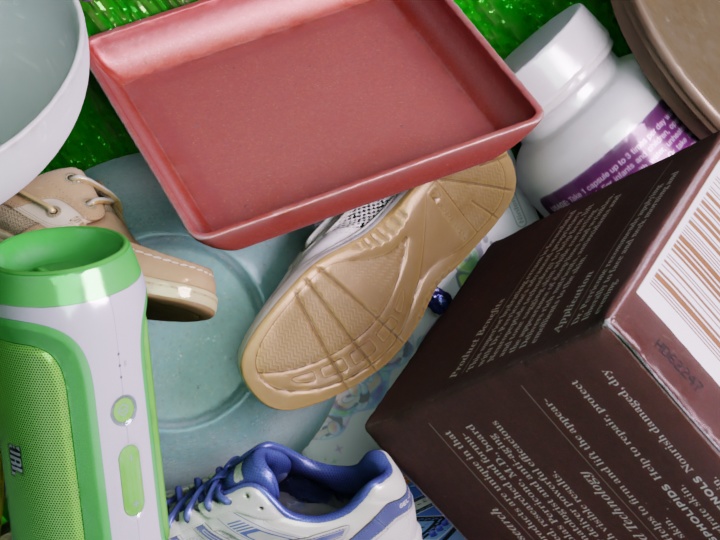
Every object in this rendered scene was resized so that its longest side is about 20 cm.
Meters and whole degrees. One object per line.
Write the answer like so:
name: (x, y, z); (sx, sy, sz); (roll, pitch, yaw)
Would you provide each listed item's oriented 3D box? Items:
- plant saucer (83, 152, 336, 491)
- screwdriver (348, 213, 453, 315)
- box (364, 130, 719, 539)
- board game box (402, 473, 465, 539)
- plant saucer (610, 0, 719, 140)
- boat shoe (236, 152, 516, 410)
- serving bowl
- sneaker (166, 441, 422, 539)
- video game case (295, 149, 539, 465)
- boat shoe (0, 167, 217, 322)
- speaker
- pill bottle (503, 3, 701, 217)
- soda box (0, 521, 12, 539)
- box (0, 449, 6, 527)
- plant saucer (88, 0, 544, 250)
plant saucer: (-0.104, 0.033, 1.426); (0.201, 0.039, 0.201); (0, 90, -6)
screwdriver: (0.023, 0.001, 1.457); (0.200, 0.028, 0.029); (40, 51, -6)
box: (0.147, 0.061, 1.360); (0.164, 0.200, 0.166); (47, 51, -13)
board game box: (-0.025, 0.179, 1.419); (0.200, 0.019, 0.103); (-21, 59, -3)
plant saucer: (0.207, -0.129, 1.472); (0.200, 0.029, 0.200); (32, 39, -30)
boat shoe: (0.000, 0.000, 1.413); (0.200, 0.069, 0.071); (-43, 115, -23)
serving bowl: (-0.233, -0.083, 1.365); (0.200, 0.200, 0.066); (-29, 136, -13)
sneaker: (-0.068, 0.126, 1.386); (0.200, 0.075, 0.088); (-2, 127, 5)
video game case: (0.036, 0.044, 1.481); (0.182, 0.024, 0.200); (-23, 93, -13)
boat shoe: (-0.160, -0.025, 1.376); (0.200, 0.071, 0.065); (18, 80, 21)
speaker: (-0.141, 0.083, 1.306); (0.088, 0.088, 0.200); (-9, 110, -13)
pill bottle: (0.159, -0.051, 1.467); (0.112, 0.112, 0.200); (-45, 99, -12)
soda box: (-0.165, 0.236, 1.403); (0.068, 0.064, 0.200); (-27, 94, -13)
box: (-0.218, 0.090, 1.319); (0.064, 0.070, 0.200); (0, 71, 13)
plant saucer: (-0.029, -0.091, 1.412); (0.200, 0.200, 0.037); (-20, 133, -13)
